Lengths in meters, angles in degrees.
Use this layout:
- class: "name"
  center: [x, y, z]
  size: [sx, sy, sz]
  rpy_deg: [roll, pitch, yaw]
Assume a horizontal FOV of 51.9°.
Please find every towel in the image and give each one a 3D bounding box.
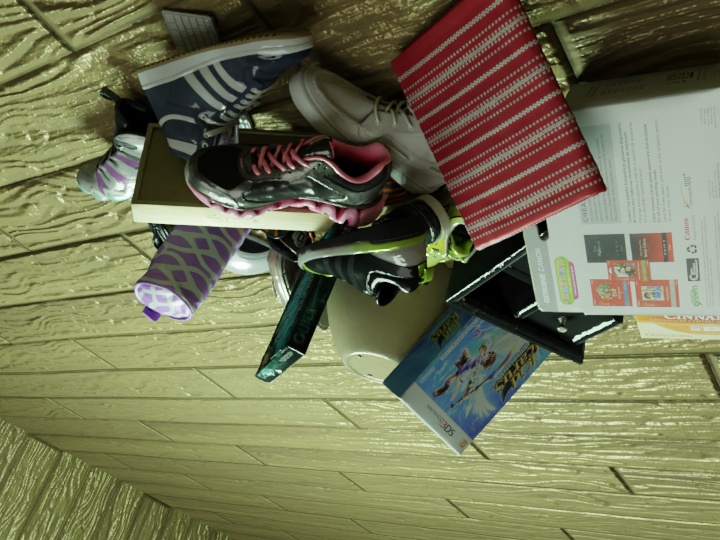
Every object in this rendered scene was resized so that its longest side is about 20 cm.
- class: "towel"
  center: [0.111, -0.131, 0.629]
  size: [0.145, 0.022, 0.200]
  rpy_deg: [-28, 84, 50]

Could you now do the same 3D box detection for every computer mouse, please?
- class: "computer mouse"
  center: [-0.213, -0.035, 1.054]
  size: [0.200, 0.044, 0.110]
  rpy_deg: [18, 149, -1]

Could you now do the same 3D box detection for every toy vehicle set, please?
- class: "toy vehicle set"
  center: [-0.129, -0.100, 0.777]
  size: [0.200, 0.124, 0.027]
  rpy_deg: [3, 140, -5]

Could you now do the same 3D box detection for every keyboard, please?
- class: "keyboard"
  center: [-0.156, -0.194, 0.798]
  size: [0.056, 0.011, 0.200]
  rpy_deg: [9, 148, 15]

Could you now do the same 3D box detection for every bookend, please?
- class: "bookend"
  center: [0.235, 0.003, 0.837]
  size: [0.200, 0.092, 0.199]
  rpy_deg: [25, 149, -15]

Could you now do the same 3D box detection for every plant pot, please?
- class: "plant pot"
  center: [0.038, 0.077, 1.019]
  size: [0.200, 0.135, 0.200]
  rpy_deg: [12, 150, 7]

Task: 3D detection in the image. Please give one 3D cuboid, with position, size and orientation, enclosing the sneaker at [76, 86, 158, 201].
- class: "sneaker"
  center: [-0.276, -0.155, 0.870]
  size: [0.200, 0.078, 0.140]
  rpy_deg: [-6, 142, 18]

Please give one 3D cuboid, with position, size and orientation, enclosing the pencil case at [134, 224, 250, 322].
- class: "pencil case"
  center: [-0.196, -0.032, 0.908]
  size: [0.084, 0.200, 0.085]
  rpy_deg: [45, 143, -22]

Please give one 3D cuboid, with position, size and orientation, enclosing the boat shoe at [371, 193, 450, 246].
- class: "boat shoe"
  center: [0.032, -0.024, 0.840]
  size: [0.075, 0.066, 0.199]
  rpy_deg: [57, 157, -3]

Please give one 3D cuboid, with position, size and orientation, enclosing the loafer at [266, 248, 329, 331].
- class: "loafer"
  center: [-0.100, 0.030, 1.079]
  size: [0.063, 0.072, 0.200]
  rpy_deg: [7, 151, 24]

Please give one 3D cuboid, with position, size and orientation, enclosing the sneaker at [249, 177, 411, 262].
- class: "sneaker"
  center: [-0.040, -0.064, 0.850]
  size: [0.200, 0.112, 0.078]
  rpy_deg: [-3, 145, 29]

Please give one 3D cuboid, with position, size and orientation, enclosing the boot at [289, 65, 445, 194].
- class: "boot"
  center: [0.034, -0.152, 0.724]
  size: [0.200, 0.074, 0.096]
  rpy_deg: [28, 143, -33]

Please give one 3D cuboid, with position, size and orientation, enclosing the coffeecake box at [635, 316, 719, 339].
- class: "coffeecake box"
  center: [0.361, -0.008, 0.773]
  size: [0.153, 0.073, 0.200]
  rpy_deg: [-1, 144, 30]

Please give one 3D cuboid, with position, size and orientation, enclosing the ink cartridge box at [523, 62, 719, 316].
- class: "ink cartridge box"
  center: [0.236, -0.065, 0.656]
  size: [0.175, 0.084, 0.200]
  rpy_deg: [-1, 116, 29]

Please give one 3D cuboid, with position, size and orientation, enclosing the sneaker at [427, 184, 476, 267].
- class: "sneaker"
  center: [0.095, -0.042, 0.845]
  size: [0.075, 0.077, 0.200]
  rpy_deg: [13, 153, -14]

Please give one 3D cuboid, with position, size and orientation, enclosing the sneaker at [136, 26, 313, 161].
- class: "sneaker"
  center: [-0.120, -0.164, 0.714]
  size: [0.200, 0.070, 0.109]
  rpy_deg: [-4, 110, 31]

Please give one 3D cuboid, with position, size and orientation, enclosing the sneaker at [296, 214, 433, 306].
- class: "sneaker"
  center: [0.000, 0.000, 0.757]
  size: [0.200, 0.072, 0.083]
  rpy_deg: [-10, 97, 58]

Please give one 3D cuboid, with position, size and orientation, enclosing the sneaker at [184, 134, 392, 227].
- class: "sneaker"
  center: [-0.061, -0.098, 0.694]
  size: [0.200, 0.079, 0.095]
  rpy_deg: [2, 152, -19]

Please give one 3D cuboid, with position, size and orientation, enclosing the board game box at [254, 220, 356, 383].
- class: "board game box"
  center: [-0.068, 0.037, 0.942]
  size: [0.028, 0.200, 0.135]
  rpy_deg: [29, 148, -11]

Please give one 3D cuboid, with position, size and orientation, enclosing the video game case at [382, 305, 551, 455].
- class: "video game case"
  center: [0.150, 0.128, 0.992]
  size: [0.045, 0.200, 0.181]
  rpy_deg: [37, 172, 48]
